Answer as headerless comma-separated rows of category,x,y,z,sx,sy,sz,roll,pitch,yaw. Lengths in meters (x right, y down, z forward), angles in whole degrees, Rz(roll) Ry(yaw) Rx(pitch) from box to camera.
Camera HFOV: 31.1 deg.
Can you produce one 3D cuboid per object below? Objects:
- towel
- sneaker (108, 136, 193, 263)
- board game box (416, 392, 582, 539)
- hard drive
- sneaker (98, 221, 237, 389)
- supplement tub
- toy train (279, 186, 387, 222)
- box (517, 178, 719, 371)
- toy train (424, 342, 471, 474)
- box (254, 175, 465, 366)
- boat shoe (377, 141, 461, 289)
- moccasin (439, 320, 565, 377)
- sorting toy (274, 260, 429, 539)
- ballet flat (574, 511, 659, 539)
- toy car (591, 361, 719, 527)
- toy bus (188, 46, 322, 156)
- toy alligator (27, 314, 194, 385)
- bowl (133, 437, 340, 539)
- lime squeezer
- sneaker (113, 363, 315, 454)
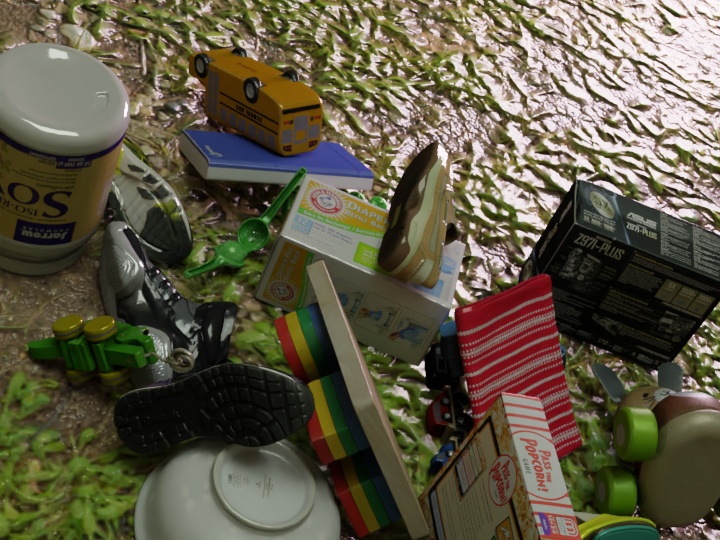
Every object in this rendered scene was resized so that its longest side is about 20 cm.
towel,0.167,0.116,1.354,0.144,0.022,0.202,-18,100,-38
sneaker,-0.243,-0.095,1.409,0.201,0.074,0.085,52,13,5
board game box,0.114,0.232,1.171,0.046,0.201,0.152,11,45,-23
hard drive,-0.100,-0.129,1.510,0.198,0.026,0.132,3,21,-23
sneaker,-0.192,0.035,1.310,0.113,0.076,0.201,-5,57,-31
supplement tub,-0.317,-0.107,1.290,0.144,0.201,0.146,14,43,-13
toy train,-0.001,-0.061,1.524,0.198,0.042,0.057,13,54,-15
box,0.305,0.008,1.516,0.198,0.164,0.087,21,43,-6
toy train,0.091,0.155,1.361,0.045,0.034,0.201,10,44,-13
box,0.000,0.000,1.416,0.199,0.102,0.113,23,42,-5
boat shoe,0.074,-0.055,1.392,0.076,0.072,0.201,33,46,-15
moccasin,0.151,0.103,1.406,0.199,0.080,0.069,13,68,-41
sorting toy,-0.016,0.131,1.224,0.069,0.201,0.199,-22,41,0
ballet flat,0.210,0.274,1.287,0.199,0.067,0.067,-13,34,-33
toy car,0.329,0.160,1.403,0.163,0.159,0.201,3,35,-10
toy bus,-0.128,-0.207,1.542,0.065,0.079,0.199,-16,32,-36
toy alligator,-0.225,0.070,1.218,0.198,0.060,0.054,1,28,29
bowl,-0.098,0.214,1.167,0.199,0.091,0.202,15,43,-14
lime squeezer,-0.126,-0.033,1.413,0.038,0.071,0.200,48,56,-3
sneaker,-0.122,0.113,1.172,0.198,0.076,0.087,-7,9,26
